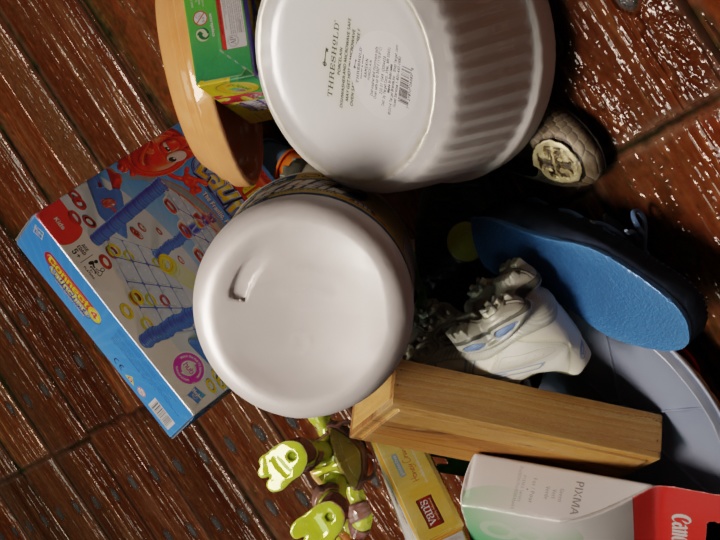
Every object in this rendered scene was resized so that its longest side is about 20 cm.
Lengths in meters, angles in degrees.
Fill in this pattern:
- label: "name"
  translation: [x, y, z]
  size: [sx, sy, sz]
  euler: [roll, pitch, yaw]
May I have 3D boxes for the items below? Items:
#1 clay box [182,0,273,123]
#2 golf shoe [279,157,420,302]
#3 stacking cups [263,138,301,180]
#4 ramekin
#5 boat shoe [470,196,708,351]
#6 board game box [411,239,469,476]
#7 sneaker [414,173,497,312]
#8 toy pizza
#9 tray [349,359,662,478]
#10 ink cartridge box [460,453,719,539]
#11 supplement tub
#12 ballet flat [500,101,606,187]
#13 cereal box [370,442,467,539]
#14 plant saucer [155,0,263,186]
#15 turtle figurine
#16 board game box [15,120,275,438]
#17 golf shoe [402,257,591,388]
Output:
- label: "clay box"
  translation: [-0.086, -0.178, 1.226]
  size: [0.200, 0.047, 0.116]
  euler: [16, -115, -80]
- label: "golf shoe"
  translation: [0.000, 0.000, 1.281]
  size: [0.088, 0.077, 0.201]
  euler: [-13, 110, 25]
- label: "stacking cups"
  translation: [-0.064, -0.085, 1.402]
  size: [0.199, 0.060, 0.061]
  euler: [14, 131, 42]
- label: "ramekin"
  translation: [0.021, -0.147, 1.108]
  size: [0.199, 0.105, 0.202]
  euler: [18, 118, 37]
- label: "boat shoe"
  translation: [0.161, -0.014, 1.131]
  size: [0.200, 0.068, 0.085]
  euler: [33, 142, 39]
- label: "board game box"
  translation: [0.045, 0.071, 1.337]
  size: [0.095, 0.030, 0.201]
  euler: [4, 113, 39]
- label: "sneaker"
  translation: [0.084, 0.007, 1.263]
  size: [0.065, 0.078, 0.202]
  euler: [-6, 103, 14]
- label: "toy pizza"
  translation: [0.201, 0.097, 1.214]
  size: [0.200, 0.032, 0.201]
  euler: [39, 151, 26]
- label: "tray"
  translation: [0.102, 0.111, 1.177]
  size: [0.199, 0.037, 0.099]
  euler: [13, 157, -14]
- label: "ink cartridge box"
  translation: [0.179, 0.199, 1.209]
  size: [0.199, 0.050, 0.161]
  euler: [10, 152, 16]
- label: "supplement tub"
  translation: [-0.034, 0.009, 1.145]
  size: [0.145, 0.144, 0.200]
  euler: [59, -173, -7]
- label: "ballet flat"
  translation: [0.087, -0.097, 1.171]
  size: [0.199, 0.046, 0.068]
  euler: [26, 140, 40]
- label: "cereal box"
  translation: [0.056, 0.205, 1.307]
  size: [0.201, 0.039, 0.144]
  euler: [71, 173, -49]
- label: "plant saucer"
  translation: [-0.118, -0.161, 1.282]
  size: [0.200, 0.037, 0.202]
  euler: [-12, -90, -83]
- label: "turtle figurine"
  translation: [-0.019, 0.157, 1.273]
  size: [0.064, 0.161, 0.201]
  euler: [-16, 96, 14]
- label: "board game box"
  translation: [-0.134, -0.005, 1.325]
  size: [0.200, 0.196, 0.056]
  euler: [51, 145, 2]
- label: "golf shoe"
  translation: [0.079, 0.066, 1.183]
  size: [0.097, 0.079, 0.200]
  euler: [41, 148, -18]
